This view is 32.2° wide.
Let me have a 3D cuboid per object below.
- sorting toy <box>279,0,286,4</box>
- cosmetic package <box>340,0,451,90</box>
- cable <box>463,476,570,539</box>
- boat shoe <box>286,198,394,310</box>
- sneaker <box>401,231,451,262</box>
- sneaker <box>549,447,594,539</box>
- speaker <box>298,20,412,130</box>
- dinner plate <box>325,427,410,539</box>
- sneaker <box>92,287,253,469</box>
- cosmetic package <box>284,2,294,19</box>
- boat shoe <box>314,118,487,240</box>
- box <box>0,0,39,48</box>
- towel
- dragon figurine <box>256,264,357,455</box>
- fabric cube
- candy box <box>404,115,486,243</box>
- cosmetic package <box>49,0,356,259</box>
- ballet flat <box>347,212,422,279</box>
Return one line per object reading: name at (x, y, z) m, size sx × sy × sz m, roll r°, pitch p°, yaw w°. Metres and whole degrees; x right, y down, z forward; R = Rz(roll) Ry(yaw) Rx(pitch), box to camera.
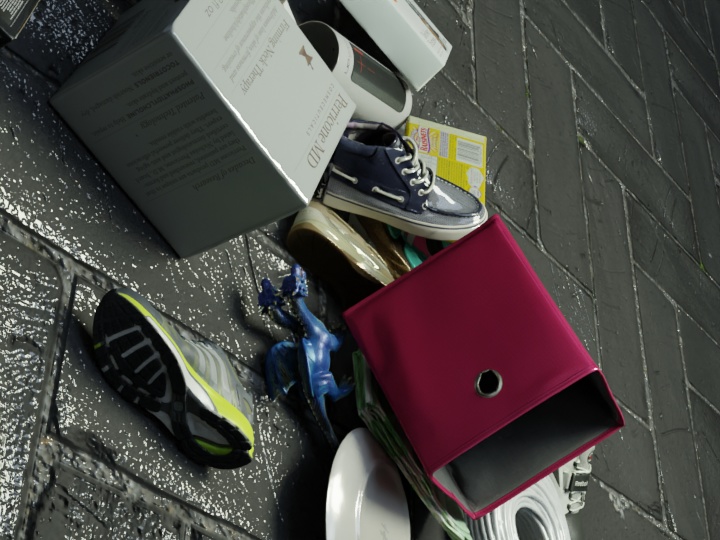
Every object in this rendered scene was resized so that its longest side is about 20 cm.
sorting toy at (-0.148, -0.331, 1.242) m, size 0.180 × 0.107 × 0.200 m, roll 40°, pitch 10°, yaw -14°
cosmetic package at (0.047, -0.314, 1.581) m, size 0.151 × 0.052 × 0.200 m, roll 46°, pitch 16°, yaw -8°
cable at (0.183, 0.317, 1.457) m, size 0.201 × 0.069 × 0.200 m, roll 57°, pitch 32°, yaw -16°
boat shoe at (0.000, 0.000, 1.383) m, size 0.200 × 0.072 × 0.065 m, roll 43°, pitch 39°, yaw -25°
sneaker at (0.082, -0.079, 1.507) m, size 0.201 × 0.120 × 0.084 m, roll 62°, pitch 32°, yaw -8°
sneaker at (0.264, 0.261, 1.604) m, size 0.074 × 0.088 × 0.202 m, roll -3°, pitch 74°, yaw -58°
speaker at (-0.016, -0.221, 1.461) m, size 0.200 × 0.081 × 0.082 m, roll 22°, pitch 52°, yaw -61°
dinner plate at (0.015, 0.256, 1.232) m, size 0.200 × 0.024 × 0.203 m, roll -7°, pitch 90°, yaw -67°
sneaker at (-0.160, 0.086, 1.093) m, size 0.201 × 0.073 × 0.081 m, roll 55°, pitch 23°, yaw -30°
cosmetic package at (-0.159, -0.309, 1.355) m, size 0.200 × 0.051 × 0.152 m, roll -24°, pitch 93°, yaw -59°
boat shoe at (0.051, -0.099, 1.342) m, size 0.198 × 0.093 × 0.075 m, roll 12°, pitch 45°, yaw -8°
box at (-0.346, -0.317, 1.073) m, size 0.199 × 0.049 × 0.201 m, roll 46°, pitch 37°, yaw -29°
towel at (0.053, 0.185, 1.336) m, size 0.201 × 0.023 × 0.153 m, roll 55°, pitch 9°, yaw -19°
dragon figurine at (-0.056, 0.098, 1.235) m, size 0.099 × 0.058 × 0.202 m, roll 11°, pitch 72°, yaw -53°
fabric cube at (0.130, 0.104, 1.291) m, size 0.200 × 0.195 × 0.200 m, roll 61°, pitch 5°, yaw 30°
candy box at (0.096, -0.106, 1.460) m, size 0.101 × 0.027 × 0.201 m, roll 13°, pitch 40°, yaw -4°
cosmetic package at (-0.141, -0.155, 1.165) m, size 0.200 × 0.165 × 0.168 m, roll 51°, pitch 38°, yaw -24°
ballet flat at (0.026, -0.026, 1.433) m, size 0.201 × 0.072 × 0.068 m, roll 61°, pitch 16°, yaw -10°
